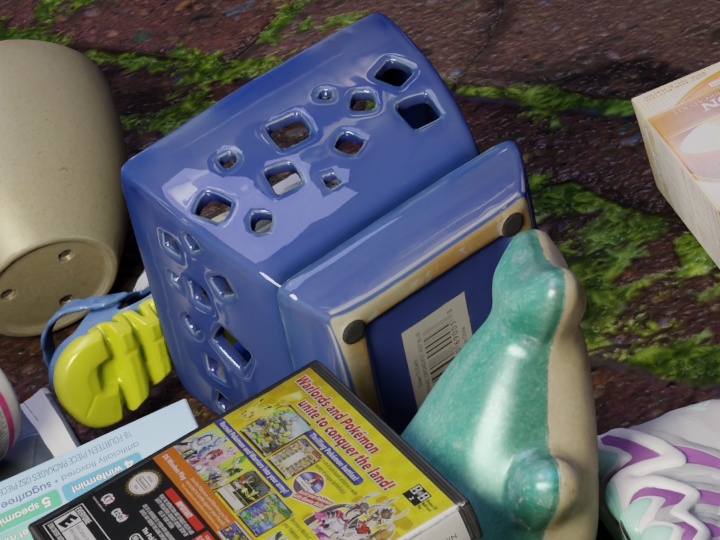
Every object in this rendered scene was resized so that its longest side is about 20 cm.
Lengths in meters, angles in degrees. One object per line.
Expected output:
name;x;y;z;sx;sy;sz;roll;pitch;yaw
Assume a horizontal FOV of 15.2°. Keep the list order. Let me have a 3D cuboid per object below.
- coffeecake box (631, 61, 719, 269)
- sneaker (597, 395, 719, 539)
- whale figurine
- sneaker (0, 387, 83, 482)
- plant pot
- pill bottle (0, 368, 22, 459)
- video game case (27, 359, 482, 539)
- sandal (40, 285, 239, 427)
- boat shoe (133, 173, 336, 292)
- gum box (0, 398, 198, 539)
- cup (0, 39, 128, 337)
coffeecake box;0.275;-0.067;1.664;0.153;0.073;0.200;-22;29;-3
sneaker;0.199;0.116;1.400;0.140;0.078;0.200;-25;29;-5
whale figurine;0.068;0.081;1.407;0.104;0.200;0.159;0;25;-12
sneaker;-0.207;0.166;1.595;0.146;0.077;0.202;-31;34;-10
plant pot;0.000;0.000;1.606;0.200;0.200;0.180;-33;47;-20
pill bottle;-0.295;0.121;1.535;0.113;0.113;0.200;5;41;39
video game case;-0.058;0.131;1.362;0.181;0.026;0.200;-30;28;-11
sandal;-0.126;0.029;1.724;0.200;0.080;0.087;-22;24;-31
boat shoe;-0.063;-0.026;1.799;0.200;0.072;0.062;-24;25;1
gum box;-0.134;0.187;1.465;0.170;0.045;0.200;-24;52;-5
cup;-0.240;-0.040;1.876;0.200;0.200;0.143;-26;56;-7
